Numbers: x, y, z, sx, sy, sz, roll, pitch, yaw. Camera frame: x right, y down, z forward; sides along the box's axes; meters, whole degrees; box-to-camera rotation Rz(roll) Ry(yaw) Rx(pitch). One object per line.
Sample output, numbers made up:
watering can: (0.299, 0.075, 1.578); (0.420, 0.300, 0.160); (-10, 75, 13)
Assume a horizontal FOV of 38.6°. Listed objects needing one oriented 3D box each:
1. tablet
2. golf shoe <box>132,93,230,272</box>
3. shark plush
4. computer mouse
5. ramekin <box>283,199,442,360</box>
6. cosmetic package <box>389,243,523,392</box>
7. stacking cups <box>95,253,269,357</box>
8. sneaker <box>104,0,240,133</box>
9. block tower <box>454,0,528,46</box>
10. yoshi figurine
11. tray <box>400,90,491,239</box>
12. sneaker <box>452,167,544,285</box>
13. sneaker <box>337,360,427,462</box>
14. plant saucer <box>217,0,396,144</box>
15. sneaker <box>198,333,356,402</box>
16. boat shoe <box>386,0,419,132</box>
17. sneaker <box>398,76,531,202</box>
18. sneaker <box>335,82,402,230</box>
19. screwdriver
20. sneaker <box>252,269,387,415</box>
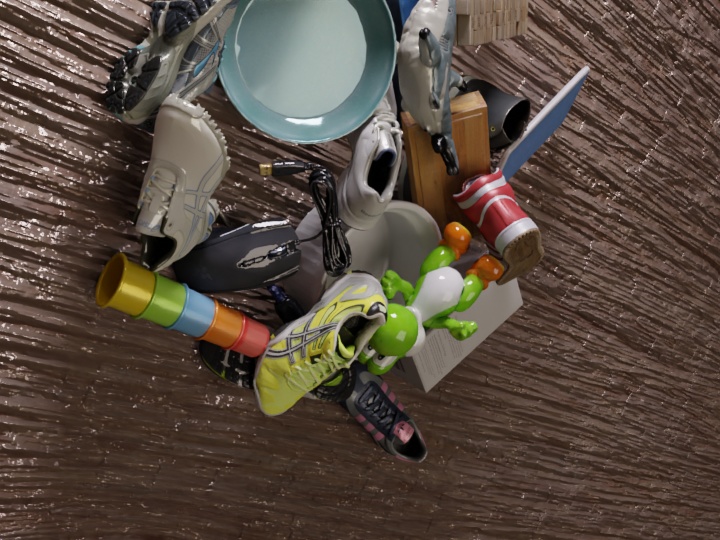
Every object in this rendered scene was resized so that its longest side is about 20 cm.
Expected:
tablet: (0.238, -0.185, 1.403); (0.200, 0.014, 0.130); (-45, 166, -25)
golf shoe: (-0.183, -0.077, 1.014); (0.097, 0.078, 0.201); (-57, 164, -40)
shark plush: (0.094, -0.205, 1.146); (0.083, 0.091, 0.202); (-27, 103, -33)
computer mouse: (-0.111, -0.044, 1.116); (0.198, 0.046, 0.142); (-7, 109, -4)
ramekin: (0.000, 0.000, 1.263); (0.199, 0.097, 0.202); (-19, 120, -36)
cosmetic package: (0.112, 0.058, 1.388); (0.200, 0.107, 0.085); (-41, 130, -24)
stacking cups: (-0.185, 0.048, 1.110); (0.199, 0.060, 0.061); (28, 89, -33)
sneaker: (-0.172, -0.226, 1.031); (0.201, 0.077, 0.086); (-53, 147, 0)
block tower: (0.144, -0.305, 1.241); (0.200, 0.054, 0.058); (-27, 120, -57)
yoshi figurine: (0.075, 0.039, 1.207); (0.200, 0.112, 0.112); (-46, 129, -11)
tray: (0.111, -0.117, 1.266); (0.098, 0.037, 0.201); (-16, 135, -4)
sneaker: (0.171, -0.055, 1.278); (0.071, 0.113, 0.200); (-32, 163, -4)
sneaker: (0.033, 0.192, 1.393); (0.070, 0.082, 0.200); (-51, 134, -12)
plant saucer: (-0.060, -0.237, 1.100); (0.198, 0.036, 0.202); (-3, 102, -16)
sneaker: (-0.107, 0.119, 1.237); (0.199, 0.081, 0.075); (21, 71, -27)
boat shoe: (0.052, -0.259, 1.217); (0.084, 0.068, 0.202); (-31, 129, -39)
sneaker: (0.129, -0.151, 1.307); (0.075, 0.106, 0.201); (32, 86, -46)
sneaker: (0.020, -0.148, 1.151); (0.074, 0.087, 0.202); (6, 75, -24)
screwdriver: (-0.114, 0.006, 1.179); (0.029, 0.028, 0.200); (-50, 117, -26)
sneaker: (-0.048, 0.088, 1.148); (0.075, 0.077, 0.200); (34, 103, -30)
